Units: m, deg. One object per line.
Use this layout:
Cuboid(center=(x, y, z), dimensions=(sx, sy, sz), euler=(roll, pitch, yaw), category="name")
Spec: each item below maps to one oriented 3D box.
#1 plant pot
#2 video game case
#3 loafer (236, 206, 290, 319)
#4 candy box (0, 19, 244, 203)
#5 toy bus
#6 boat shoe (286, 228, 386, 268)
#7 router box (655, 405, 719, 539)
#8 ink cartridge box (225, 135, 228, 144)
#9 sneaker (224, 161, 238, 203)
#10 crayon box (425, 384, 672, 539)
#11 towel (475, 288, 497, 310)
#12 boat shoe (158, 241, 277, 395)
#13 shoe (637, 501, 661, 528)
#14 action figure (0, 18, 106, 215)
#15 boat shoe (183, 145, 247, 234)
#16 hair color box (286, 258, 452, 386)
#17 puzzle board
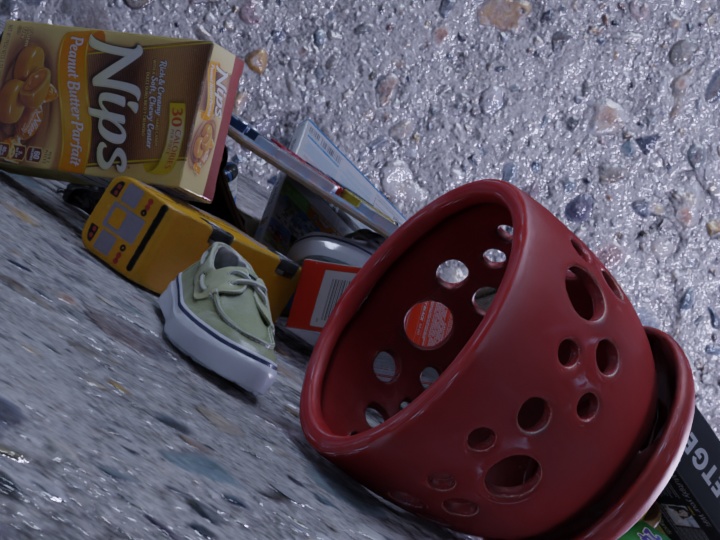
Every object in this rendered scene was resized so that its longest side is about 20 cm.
Cuboid(center=(0.090, 0.075, 1.234), dimensions=(0.182, 0.201, 0.200), euler=(40, 0, -22), category="plant pot")
Cuboid(center=(-0.026, -0.025, 1.762), dimensions=(0.143, 0.018, 0.200), euler=(45, 35, -22), category="video game case")
Cuboid(center=(-0.106, -0.014, 1.734), dimensions=(0.200, 0.076, 0.068), euler=(34, 13, -21), category="loafer")
Cuboid(center=(-0.197, -0.125, 1.559), dimensions=(0.199, 0.116, 0.055), euler=(9, -7, 28), category="candy box")
Cuboid(center=(-0.123, -0.009, 1.539), dimensions=(0.078, 0.065, 0.200), euler=(32, 3, 28), category="toy bus")
Cuboid(center=(0.000, 0.000, 1.702), dimensions=(0.200, 0.073, 0.067), euler=(35, 43, -52), category="boat shoe")
Cuboid(center=(0.215, 0.140, 1.610), dimensions=(0.157, 0.052, 0.200), euler=(1, -47, 55), category="router box")
Cuboid(center=(-0.219, -0.127, 1.945), dimensions=(0.173, 0.044, 0.200), euler=(33, -21, 3), category="ink cartridge box")
Cuboid(center=(-0.178, -0.060, 1.832), dimensions=(0.075, 0.077, 0.200), euler=(-14, 13, -31), category="sneaker")
Cuboid(center=(0.144, 0.148, 1.512), dimensions=(0.200, 0.052, 0.126), euler=(34, 24, 21), category="crayon box")
Cuboid(center=(0.081, 0.046, 1.848), dimensions=(0.132, 0.199, 0.035), euler=(28, 50, -61), category="towel")
Cuboid(center=(-0.092, 0.025, 1.336), dimensions=(0.072, 0.062, 0.200), euler=(31, 5, -22), category="boat shoe")
Cuboid(center=(0.141, 0.168, 1.599), dimensions=(0.200, 0.054, 0.070), euler=(29, 37, 17), category="shoe")
Cuboid(center=(-0.261, -0.134, 1.712), dimensions=(0.200, 0.119, 0.102), euler=(44, 27, 23), category="action figure")
Cuboid(center=(-0.143, -0.090, 1.629), dimensions=(0.072, 0.072, 0.201), euler=(-13, -70, 40), category="boat shoe")
Cuboid(center=(0.038, 0.057, 1.635), dimensions=(0.111, 0.064, 0.200), euler=(7, -17, 30), category="hair color box")
Cuboid(center=(-0.045, -0.081, 1.670), dimensions=(0.200, 0.017, 0.151), euler=(32, 3, -29), category="puzzle board")
